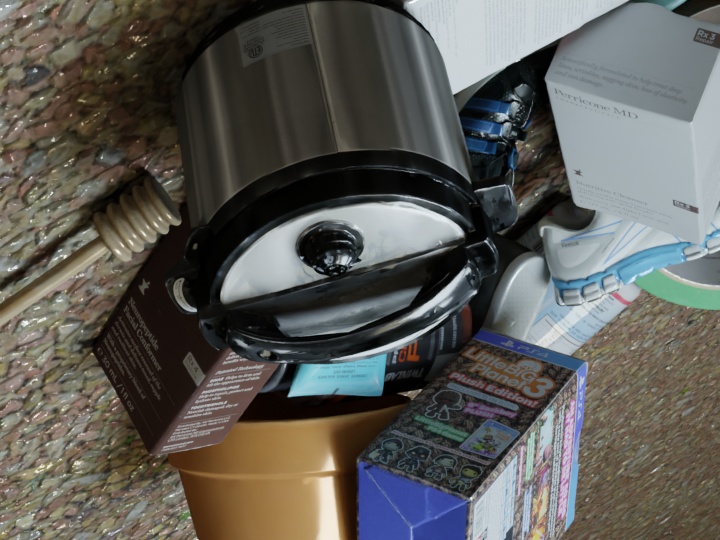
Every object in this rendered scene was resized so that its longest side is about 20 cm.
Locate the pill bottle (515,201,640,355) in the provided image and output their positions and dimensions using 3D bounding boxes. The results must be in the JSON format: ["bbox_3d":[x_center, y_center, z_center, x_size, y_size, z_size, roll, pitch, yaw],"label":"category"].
[{"bbox_3d":[0.143,0.041,1.419,0.200,0.109,0.108,-42,154,16],"label":"pill bottle"}]

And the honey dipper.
[{"bbox_3d":[-0.205,0.010,1.033,0.199,0.038,0.038,-34,155,7],"label":"honey dipper"}]

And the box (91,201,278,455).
[{"bbox_3d":[-0.099,0.028,1.111,0.074,0.101,0.201,-4,141,-47],"label":"box"}]

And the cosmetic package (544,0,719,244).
[{"bbox_3d":[0.204,-0.106,1.147,0.082,0.112,0.200,-65,157,-15],"label":"cosmetic package"}]

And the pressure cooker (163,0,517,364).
[{"bbox_3d":[-0.019,-0.039,0.935,0.177,0.202,0.176,15,136,-33],"label":"pressure cooker"}]

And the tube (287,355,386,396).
[{"bbox_3d":[0.000,0.000,1.143,0.076,0.050,0.202,3,111,-21],"label":"tube"}]

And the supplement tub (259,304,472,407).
[{"bbox_3d":[-0.010,0.049,1.250,0.199,0.107,0.107,-6,143,-46],"label":"supplement tub"}]

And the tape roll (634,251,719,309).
[{"bbox_3d":[0.299,-0.053,1.316,0.198,0.049,0.202,4,135,4],"label":"tape roll"}]

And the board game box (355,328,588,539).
[{"bbox_3d":[0.087,0.169,1.236,0.200,0.096,0.161,-40,139,-48],"label":"board game box"}]

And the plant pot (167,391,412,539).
[{"bbox_3d":[-0.055,0.175,1.264,0.197,0.142,0.200,-2,-178,0],"label":"plant pot"}]

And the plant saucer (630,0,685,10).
[{"bbox_3d":[0.214,-0.235,1.123,0.199,0.028,0.201,-28,154,-14],"label":"plant saucer"}]

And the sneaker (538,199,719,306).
[{"bbox_3d":[0.230,-0.045,1.254,0.198,0.087,0.075,-23,-174,14],"label":"sneaker"}]

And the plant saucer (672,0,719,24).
[{"bbox_3d":[0.240,-0.150,1.297,0.199,0.032,0.201,-29,154,-15],"label":"plant saucer"}]

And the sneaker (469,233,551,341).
[{"bbox_3d":[0.084,0.050,1.354,0.070,0.099,0.202,3,120,-41],"label":"sneaker"}]

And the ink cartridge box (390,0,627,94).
[{"bbox_3d":[0.104,-0.192,1.027,0.198,0.051,0.109,-29,150,-12],"label":"ink cartridge box"}]

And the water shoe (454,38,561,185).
[{"bbox_3d":[0.094,-0.090,1.166,0.200,0.079,0.071,-42,155,16],"label":"water shoe"}]
